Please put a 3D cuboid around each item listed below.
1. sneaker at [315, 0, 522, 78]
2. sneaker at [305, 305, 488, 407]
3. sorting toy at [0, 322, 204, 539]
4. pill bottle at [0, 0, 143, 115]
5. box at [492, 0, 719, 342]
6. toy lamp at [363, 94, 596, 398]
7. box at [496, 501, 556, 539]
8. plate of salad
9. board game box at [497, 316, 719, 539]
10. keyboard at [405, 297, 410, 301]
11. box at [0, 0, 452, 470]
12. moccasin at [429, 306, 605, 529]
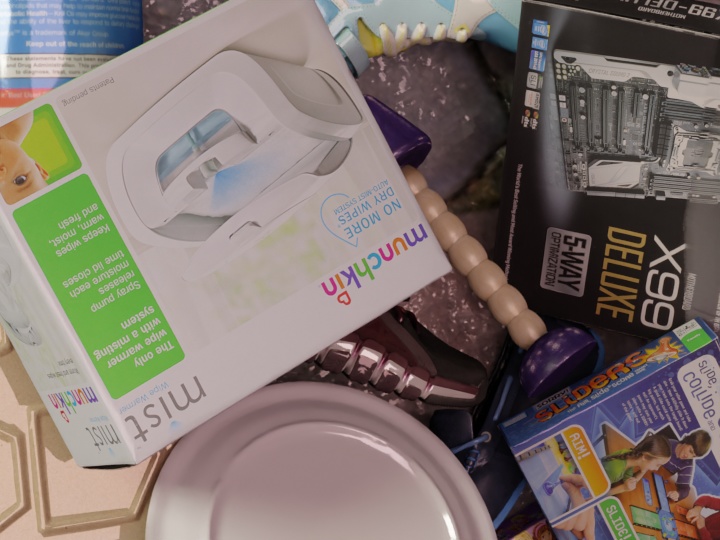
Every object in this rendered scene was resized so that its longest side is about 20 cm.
[{"bbox_3d":[0.020,-0.140,1.120,0.199,0.080,0.131,26,84,-5],"label":"sneaker"},{"bbox_3d":[0.000,0.000,1.074,0.199,0.076,0.116,20,92,-22],"label":"sneaker"},{"bbox_3d":[-0.176,0.063,0.984,0.199,0.036,0.186,-6,91,-27],"label":"sorting toy"},{"bbox_3d":[-0.175,-0.175,1.046,0.112,0.112,0.201,-2,94,-15],"label":"pill bottle"},{"bbox_3d":[0.163,-0.058,1.098,0.157,0.050,0.201,14,123,15],"label":"box"},{"bbox_3d":[0.053,-0.019,1.108,0.058,0.058,0.200,-38,76,-10],"label":"toy lamp"},{"bbox_3d":[0.081,0.241,1.174,0.199,0.039,0.137,-30,100,-12],"label":"box"},{"bbox_3d":[-0.019,0.155,1.009,0.199,0.048,0.201,10,60,-17],"label":"plate of salad"},{"bbox_3d":[0.183,0.143,1.124,0.135,0.034,0.201,-27,113,0],"label":"board game box"},{"bbox_3d":[-0.056,-0.041,1.133,0.199,0.040,0.104,27,64,-15],"label":"keyboard"},{"bbox_3d":[-0.087,-0.024,0.958,0.200,0.097,0.177,-30,96,-26],"label":"box"},{"bbox_3d":[0.067,0.105,1.154,0.068,0.080,0.200,39,68,-9],"label":"moccasin"}]
